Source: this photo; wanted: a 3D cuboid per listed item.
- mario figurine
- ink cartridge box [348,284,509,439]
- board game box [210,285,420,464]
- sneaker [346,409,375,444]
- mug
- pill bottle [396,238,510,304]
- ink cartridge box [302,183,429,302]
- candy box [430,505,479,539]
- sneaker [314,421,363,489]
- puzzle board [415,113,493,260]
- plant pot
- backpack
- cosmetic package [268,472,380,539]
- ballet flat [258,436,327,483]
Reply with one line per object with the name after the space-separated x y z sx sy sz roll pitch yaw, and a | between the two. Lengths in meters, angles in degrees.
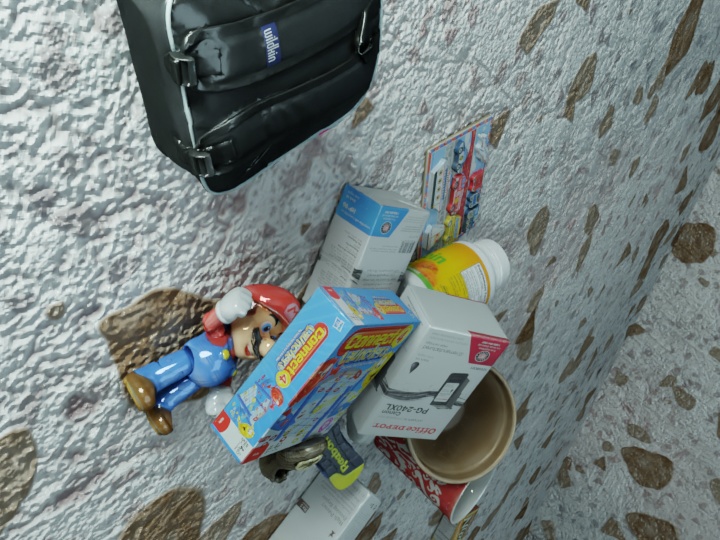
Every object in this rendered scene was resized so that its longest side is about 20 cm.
-0.141 0.093 0.696 0.198 0.107 0.123 -37 178 -18 | mario figurine
0.084 0.133 0.899 0.142 0.084 0.202 12 122 -31 | ink cartridge box
-0.042 0.112 0.749 0.197 0.056 0.199 -51 159 15 | board game box
-0.007 0.175 1.001 0.114 0.073 0.205 0 107 -52 | sneaker
0.144 0.327 1.214 0.177 0.198 0.135 -37 144 -29 | mug
0.136 0.022 1.006 0.197 0.111 0.113 -24 136 -34 | pill bottle
0.000 0.000 0.853 0.115 0.067 0.204 0 117 -53 | ink cartridge box
0.251 0.748 1.867 0.114 0.055 0.204 2 114 -55 | candy box
-0.065 0.234 0.970 0.073 0.082 0.203 -33 123 -19 | sneaker
0.143 -0.118 1.001 0.150 0.017 0.203 -34 141 -34 | puzzle board
0.153 0.241 1.108 0.195 0.093 0.207 -1 94 -16 | plant pot
-0.079 -0.180 0.508 0.198 0.150 0.180 -31 143 -25 | backpack
-0.067 0.431 1.105 0.201 0.101 0.074 -51 147 -14 | cosmetic package
-0.090 0.252 0.868 0.066 0.048 0.200 -5 163 -28 | ballet flat
